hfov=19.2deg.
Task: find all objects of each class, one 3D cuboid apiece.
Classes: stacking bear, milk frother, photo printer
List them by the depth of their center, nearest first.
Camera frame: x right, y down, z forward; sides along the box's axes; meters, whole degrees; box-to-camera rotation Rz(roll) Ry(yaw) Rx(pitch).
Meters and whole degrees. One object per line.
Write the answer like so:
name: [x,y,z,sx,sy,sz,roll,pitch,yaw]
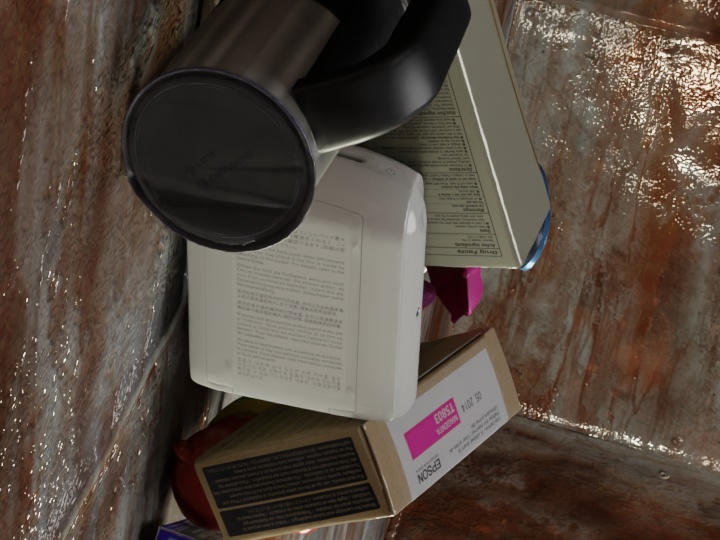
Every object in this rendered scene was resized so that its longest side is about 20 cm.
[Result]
milk frother: [-0.056,-0.153,1.206,0.180,0.200,0.188,-31,-162,34]
photo printer: [-0.038,-0.002,1.434,0.070,0.165,0.201,-66,162,-51]
stacking bear: [-0.086,0.155,1.694,0.114,0.122,0.200,-46,168,17]

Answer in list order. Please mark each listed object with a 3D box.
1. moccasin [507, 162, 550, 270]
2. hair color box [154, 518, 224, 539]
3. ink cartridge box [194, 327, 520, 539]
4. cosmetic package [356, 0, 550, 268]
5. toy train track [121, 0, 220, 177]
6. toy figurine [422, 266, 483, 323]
moccasin: [0.081,-0.076,1.558,0.081,0.068,0.201,-58,-148,29]
hair color box: [-0.150,0.296,1.629,0.109,0.064,0.201,33,77,-83]
ink cartridge box: [0.000,0.123,1.585,0.200,0.164,0.076,-31,104,-52]
cosmetic package: [0.050,-0.101,1.412,0.073,0.103,0.201,-60,142,-42]
toy train track: [-0.099,-0.105,1.309,0.200,0.032,0.115,-62,165,-60]
toy figurine: [0.000,0.000,1.582,0.201,0.183,0.150,-66,-167,1]
